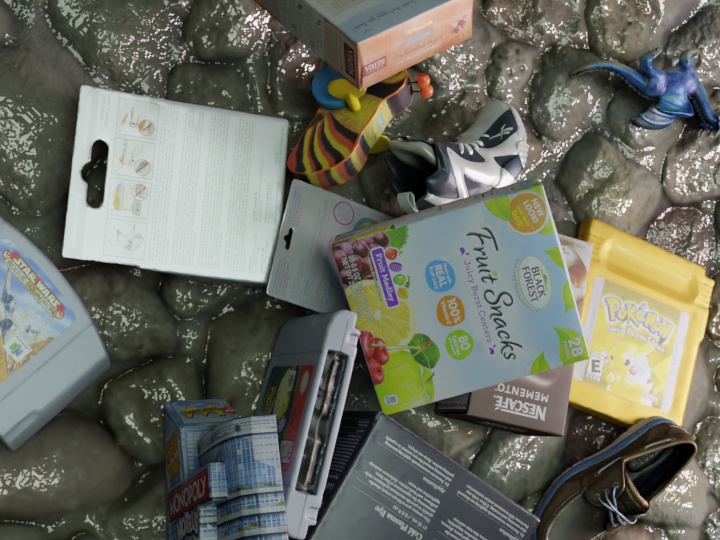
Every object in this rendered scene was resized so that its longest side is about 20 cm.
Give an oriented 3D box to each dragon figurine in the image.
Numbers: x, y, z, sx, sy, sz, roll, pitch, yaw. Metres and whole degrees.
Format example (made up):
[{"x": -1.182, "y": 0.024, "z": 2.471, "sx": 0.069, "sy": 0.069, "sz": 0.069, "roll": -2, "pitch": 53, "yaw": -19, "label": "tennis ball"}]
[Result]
[{"x": 0.336, "y": -0.192, "z": 1.290, "sx": 0.199, "sy": 0.059, "sz": 0.100, "roll": -4, "pitch": 85, "yaw": -24, "label": "dragon figurine"}]

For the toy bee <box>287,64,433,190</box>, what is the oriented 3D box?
[{"x": 0.008, "y": -0.168, "z": 1.114, "sx": 0.108, "sy": 0.131, "sz": 0.201, "roll": 14, "pitch": 93, "yaw": 21, "label": "toy bee"}]

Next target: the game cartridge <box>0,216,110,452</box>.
[{"x": -0.318, "y": 0.040, "z": 1.009, "sx": 0.133, "sy": 0.042, "sz": 0.200, "roll": -42, "pitch": 100, "yaw": -17, "label": "game cartridge"}]

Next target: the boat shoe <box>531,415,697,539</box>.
[{"x": 0.260, "y": 0.224, "z": 1.191, "sx": 0.200, "sy": 0.072, "sz": 0.072, "roll": -42, "pitch": 104, "yaw": -8, "label": "boat shoe"}]

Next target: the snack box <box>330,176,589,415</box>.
[{"x": 0.092, "y": 0.023, "z": 1.067, "sx": 0.199, "sy": 0.068, "sz": 0.169, "roll": -17, "pitch": 100, "yaw": 5, "label": "snack box"}]

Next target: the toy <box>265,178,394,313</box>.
[{"x": 0.000, "y": 0.000, "z": 1.137, "sx": 0.199, "sy": 0.047, "sz": 0.116, "roll": 19, "pitch": 73, "yaw": -24, "label": "toy"}]

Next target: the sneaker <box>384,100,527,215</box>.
[{"x": 0.089, "y": -0.115, "z": 1.142, "sx": 0.130, "sy": 0.079, "sz": 0.200, "roll": 44, "pitch": 63, "yaw": -35, "label": "sneaker"}]

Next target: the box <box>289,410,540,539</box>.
[{"x": 0.032, "y": 0.260, "z": 1.089, "sx": 0.200, "sy": 0.104, "sz": 0.182, "roll": 36, "pitch": 72, "yaw": -14, "label": "box"}]

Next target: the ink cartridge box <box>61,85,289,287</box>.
[{"x": -0.170, "y": -0.076, "z": 1.078, "sx": 0.199, "sy": 0.057, "sz": 0.163, "roll": 7, "pitch": 81, "yaw": -16, "label": "ink cartridge box"}]

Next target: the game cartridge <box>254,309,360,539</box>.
[{"x": -0.059, "y": 0.137, "z": 1.049, "sx": 0.041, "sy": 0.133, "sz": 0.201, "roll": 18, "pitch": 76, "yaw": -19, "label": "game cartridge"}]

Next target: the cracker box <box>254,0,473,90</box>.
[{"x": -0.006, "y": -0.264, "z": 1.097, "sx": 0.134, "sy": 0.058, "sz": 0.200, "roll": -28, "pitch": 52, "yaw": -22, "label": "cracker box"}]

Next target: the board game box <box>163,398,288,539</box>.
[{"x": -0.125, "y": 0.198, "z": 1.007, "sx": 0.061, "sy": 0.200, "sz": 0.201, "roll": -1, "pitch": 70, "yaw": -23, "label": "board game box"}]

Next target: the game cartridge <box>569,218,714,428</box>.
[{"x": 0.293, "y": 0.066, "z": 1.258, "sx": 0.176, "sy": 0.032, "sz": 0.201, "roll": 21, "pitch": 78, "yaw": -19, "label": "game cartridge"}]

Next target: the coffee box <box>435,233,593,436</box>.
[{"x": 0.157, "y": 0.060, "z": 1.176, "sx": 0.114, "sy": 0.080, "sz": 0.201, "roll": 14, "pitch": 79, "yaw": -19, "label": "coffee box"}]
